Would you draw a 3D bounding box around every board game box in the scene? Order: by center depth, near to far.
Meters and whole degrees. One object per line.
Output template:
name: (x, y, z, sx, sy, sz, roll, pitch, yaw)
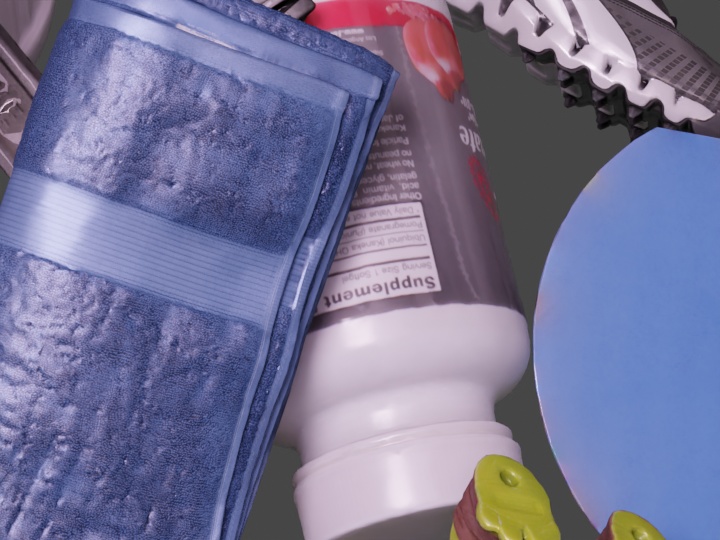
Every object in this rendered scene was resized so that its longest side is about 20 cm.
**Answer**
board game box: (0.155, 0.035, 0.817, 0.199, 0.039, 0.159, 9, 75, -12)

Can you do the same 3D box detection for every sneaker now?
sneaker: (0.084, -0.118, 0.847, 0.199, 0.066, 0.091, 31, 88, 10)

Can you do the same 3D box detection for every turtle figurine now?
turtle figurine: (0.044, 0.147, 0.740, 0.199, 0.064, 0.162, 32, 117, -3)

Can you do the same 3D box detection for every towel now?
towel: (-0.070, 0.007, 0.700, 0.111, 0.049, 0.201, 20, 87, -15)

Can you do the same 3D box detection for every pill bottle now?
pill bottle: (0.000, 0.000, 0.788, 0.110, 0.111, 0.201, -11, 72, -5)

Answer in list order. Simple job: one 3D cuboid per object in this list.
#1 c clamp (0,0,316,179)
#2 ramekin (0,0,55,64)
c clamp: (-0.089, -0.123, 0.735, 0.170, 0.027, 0.201, -34, 96, -5)
ramekin: (-0.213, -0.139, 0.808, 0.201, 0.094, 0.203, 6, 55, -8)
